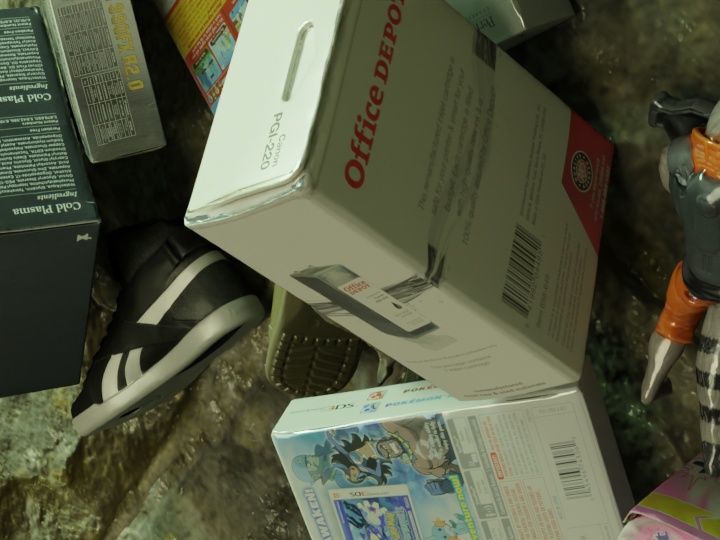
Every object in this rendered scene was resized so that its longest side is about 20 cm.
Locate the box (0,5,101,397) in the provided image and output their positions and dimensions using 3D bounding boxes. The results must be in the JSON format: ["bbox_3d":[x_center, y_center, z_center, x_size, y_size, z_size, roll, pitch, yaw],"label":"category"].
[{"bbox_3d":[-0.250,-0.040,1.066,0.200,0.104,0.182,109,146,-52],"label":"box"}]

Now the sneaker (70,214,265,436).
[{"bbox_3d":[-0.153,0.029,1.110,0.200,0.073,0.112,-37,78,38],"label":"sneaker"}]

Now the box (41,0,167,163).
[{"bbox_3d":[-0.174,-0.175,0.992,0.158,0.048,0.200,-146,41,-74],"label":"box"}]

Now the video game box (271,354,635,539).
[{"bbox_3d":[0.067,0.154,0.901,0.182,0.047,0.200,-11,112,20],"label":"video game box"}]

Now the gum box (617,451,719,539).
[{"bbox_3d":[0.230,0.149,0.760,0.200,0.113,0.066,21,122,36],"label":"gum box"}]

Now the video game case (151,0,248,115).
[{"bbox_3d":[-0.074,-0.162,0.903,0.200,0.017,0.143,62,145,9],"label":"video game case"}]

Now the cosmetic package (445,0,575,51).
[{"bbox_3d":[0.005,-0.169,0.877,0.200,0.052,0.151,-21,89,46],"label":"cosmetic package"}]

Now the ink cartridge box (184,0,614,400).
[{"bbox_3d":[0.026,-0.044,0.775,0.085,0.146,0.200,-15,142,41],"label":"ink cartridge box"}]

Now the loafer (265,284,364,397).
[{"bbox_3d":[-0.016,-0.015,0.942,0.067,0.076,0.200,-106,33,-50],"label":"loafer"}]

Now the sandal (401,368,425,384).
[{"bbox_3d":[0.054,0.076,0.946,0.082,0.055,0.200,17,105,31],"label":"sandal"}]

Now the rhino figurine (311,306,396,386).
[{"bbox_3d":[0.000,0.000,0.863,0.087,0.060,0.200,-15,127,41],"label":"rhino figurine"}]

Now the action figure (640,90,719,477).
[{"bbox_3d":[0.201,-0.001,0.733,0.200,0.105,0.194,18,129,40],"label":"action figure"}]
